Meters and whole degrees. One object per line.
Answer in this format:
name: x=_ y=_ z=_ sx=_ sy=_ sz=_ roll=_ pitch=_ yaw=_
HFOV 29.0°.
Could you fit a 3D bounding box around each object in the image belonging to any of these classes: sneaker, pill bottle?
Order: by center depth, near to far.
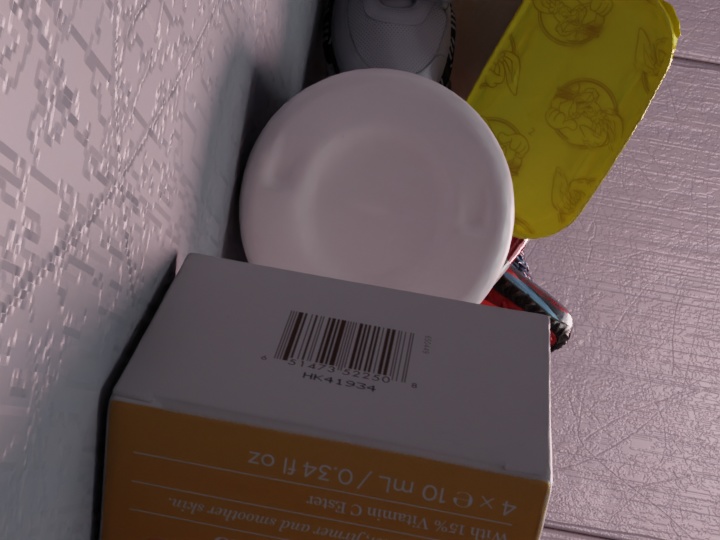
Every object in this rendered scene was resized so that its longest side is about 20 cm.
pill bottle: x=0.010 y=-0.026 z=0.645 sx=0.200 sy=0.113 sz=0.115 roll=-13 pitch=113 yaw=-87
sneaker: x=0.020 y=-0.184 z=0.749 sx=0.115 sy=0.074 sz=0.201 roll=93 pitch=2 yaw=-64
sneaker: x=0.110 y=-0.012 z=1.158 sx=0.095 sy=0.200 sz=0.080 roll=-35 pitch=146 yaw=-27

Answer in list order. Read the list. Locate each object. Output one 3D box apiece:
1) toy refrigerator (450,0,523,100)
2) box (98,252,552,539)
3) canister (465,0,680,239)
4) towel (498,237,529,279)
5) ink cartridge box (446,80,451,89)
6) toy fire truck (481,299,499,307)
toy refrigerator: x=0.058 y=-0.169 z=0.895 sx=0.070 sy=0.075 sz=0.201 roll=-100 pitch=-151 yaw=-44
box: x=-0.016 y=0.112 z=0.451 sx=0.098 sy=0.123 sz=0.201 roll=-74 pitch=173 yaw=-64
canister: x=0.120 y=-0.105 z=0.823 sx=0.149 sy=0.086 sz=0.200 roll=-60 pitch=176 yaw=14
towel: x=0.083 y=-0.008 z=1.013 sx=0.200 sy=0.023 sz=0.144 roll=-49 pitch=-172 yaw=-25
ink cartridge box: x=0.000 y=0.000 z=0.842 sx=0.176 sy=0.083 sz=0.201 roll=85 pitch=14 yaw=-72
toy fire truck: x=0.037 y=0.089 z=0.730 sx=0.141 sy=0.049 sz=0.200 roll=-55 pitch=166 yaw=-28
